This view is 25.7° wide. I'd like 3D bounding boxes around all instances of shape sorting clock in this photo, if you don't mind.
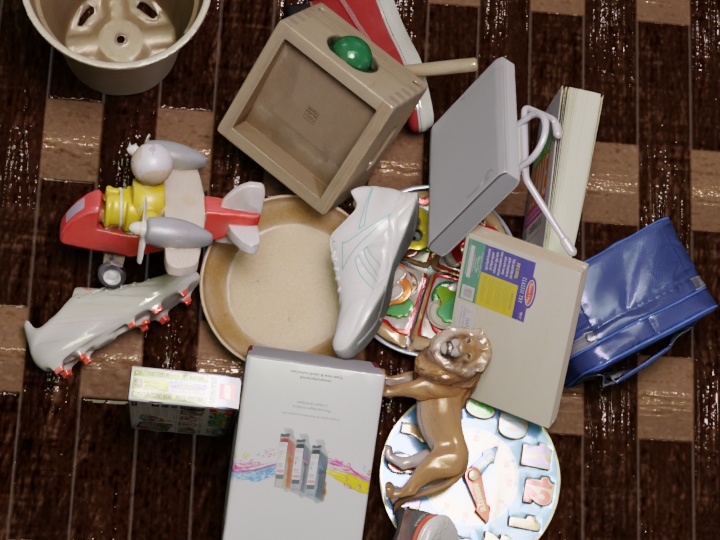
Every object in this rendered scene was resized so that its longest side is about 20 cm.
[{"bbox_3d":[0.120,0.225,1.727,0.199,0.039,0.200,2,76,-7],"label":"shape sorting clock"}]

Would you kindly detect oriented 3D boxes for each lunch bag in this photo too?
[{"bbox_3d":[0.282,0.048,1.741,0.200,0.136,0.132,-28,81,-12],"label":"lunch bag"}]

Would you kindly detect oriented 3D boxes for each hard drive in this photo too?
[{"bbox_3d":[0.120,-0.124,1.693,0.026,0.132,0.200,29,38,-21],"label":"hard drive"}]

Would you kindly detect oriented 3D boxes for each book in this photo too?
[{"bbox_3d":[0.217,-0.088,1.769,0.048,0.134,0.200,12,74,-7],"label":"book"}]

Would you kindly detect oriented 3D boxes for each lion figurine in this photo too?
[{"bbox_3d":[0.083,0.160,1.686,0.122,0.072,0.200,-3,99,3],"label":"lion figurine"}]

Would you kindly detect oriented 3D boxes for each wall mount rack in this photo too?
[{"bbox_3d":[0.162,-0.074,1.696,0.074,0.200,0.174,20,54,-27],"label":"wall mount rack"}]

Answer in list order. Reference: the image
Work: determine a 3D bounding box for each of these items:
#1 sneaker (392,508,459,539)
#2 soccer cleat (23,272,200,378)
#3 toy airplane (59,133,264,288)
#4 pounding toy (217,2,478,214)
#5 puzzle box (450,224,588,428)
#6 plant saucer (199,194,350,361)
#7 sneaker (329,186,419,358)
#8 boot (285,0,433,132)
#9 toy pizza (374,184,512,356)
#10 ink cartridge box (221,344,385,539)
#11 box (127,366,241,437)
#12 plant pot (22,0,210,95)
[{"bbox_3d":[0.044,0.347,1.681,0.077,0.082,0.200,18,89,-48],"label":"sneaker"},{"bbox_3d":[-0.270,0.040,1.708,0.200,0.069,0.078,-30,77,-7],"label":"soccer cleat"},{"bbox_3d":[-0.199,-0.072,1.679,0.200,0.141,0.199,18,42,36],"label":"toy airplane"},{"bbox_3d":[-0.012,-0.191,1.733,0.184,0.200,0.142,39,31,7],"label":"pounding toy"},{"bbox_3d":[0.162,0.060,1.679,0.133,0.200,0.025,21,34,21],"label":"puzzle box"},{"bbox_3d":[-0.077,0.017,1.746,0.200,0.035,0.201,0,76,1],"label":"plant saucer"},{"bbox_3d":[0.000,0.000,1.701,0.080,0.070,0.201,16,70,9],"label":"sneaker"},{"bbox_3d":[-0.008,-0.230,1.811,0.144,0.072,0.200,-21,74,-9],"label":"boot"},{"bbox_3d":[0.079,-0.003,1.766,0.200,0.032,0.201,-1,76,3],"label":"toy pizza"},{"bbox_3d":[-0.062,0.189,1.636,0.144,0.145,0.200,9,91,-4],"label":"ink cartridge box"},{"bbox_3d":[-0.183,0.138,1.628,0.110,0.200,0.035,6,76,-7],"label":"box"},{"bbox_3d":[-0.263,-0.283,1.730,0.200,0.184,0.201,2,76,-6],"label":"plant pot"}]
